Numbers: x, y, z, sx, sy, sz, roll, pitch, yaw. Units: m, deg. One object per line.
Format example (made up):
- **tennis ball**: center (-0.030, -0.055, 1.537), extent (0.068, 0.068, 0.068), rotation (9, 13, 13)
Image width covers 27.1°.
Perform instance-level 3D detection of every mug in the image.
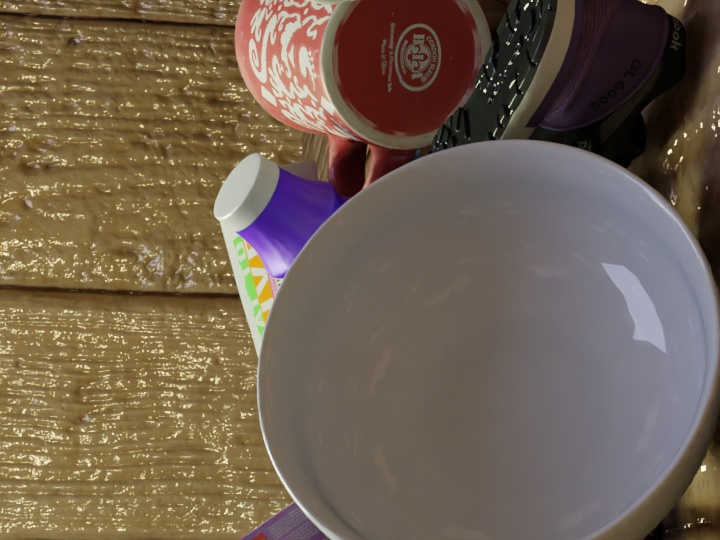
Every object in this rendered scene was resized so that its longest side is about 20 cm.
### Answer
- **mug**: center (0.014, -0.126, 0.962), extent (0.178, 0.133, 0.200), rotation (59, 173, -17)

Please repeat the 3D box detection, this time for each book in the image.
- **book**: center (-0.050, 0.007, 1.060), extent (0.200, 0.048, 0.135), rotation (151, 107, -75)

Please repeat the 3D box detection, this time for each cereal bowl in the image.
- **cereal bowl**: center (0.060, 0.048, 0.647), extent (0.083, 0.198, 0.202), rotation (56, -151, -58)

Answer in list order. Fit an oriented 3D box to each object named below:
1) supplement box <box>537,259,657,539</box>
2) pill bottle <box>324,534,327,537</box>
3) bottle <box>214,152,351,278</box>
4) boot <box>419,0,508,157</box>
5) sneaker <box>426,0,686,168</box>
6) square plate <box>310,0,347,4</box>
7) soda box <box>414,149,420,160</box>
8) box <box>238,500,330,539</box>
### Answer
- **supplement box**: center (0.104, 0.084, 0.745), extent (0.109, 0.060, 0.202), rotation (126, 145, -77)
- **pill bottle**: center (0.037, 0.054, 0.845), extent (0.111, 0.110, 0.202), rotation (120, 154, -76)
- **bottle**: center (0.000, 0.000, 0.929), extent (0.084, 0.199, 0.065), rotation (-57, 26, -5)
- **boot**: center (0.064, -0.101, 1.062), extent (0.155, 0.076, 0.202), rotation (-109, 24, -67)
- **sneaker**: center (0.091, -0.054, 0.726), extent (0.200, 0.087, 0.076), rotation (121, 156, -53)
- **square plate**: center (0.049, -0.199, 0.828), extent (0.198, 0.198, 0.029), rotation (-108, -6, -69)
- **soda box**: center (0.054, -0.012, 1.183), extent (0.068, 0.063, 0.202), rotation (-100, 13, -60)
- **box**: center (-0.031, 0.161, 0.934), extent (0.039, 0.199, 0.137), rotation (55, 137, 7)
